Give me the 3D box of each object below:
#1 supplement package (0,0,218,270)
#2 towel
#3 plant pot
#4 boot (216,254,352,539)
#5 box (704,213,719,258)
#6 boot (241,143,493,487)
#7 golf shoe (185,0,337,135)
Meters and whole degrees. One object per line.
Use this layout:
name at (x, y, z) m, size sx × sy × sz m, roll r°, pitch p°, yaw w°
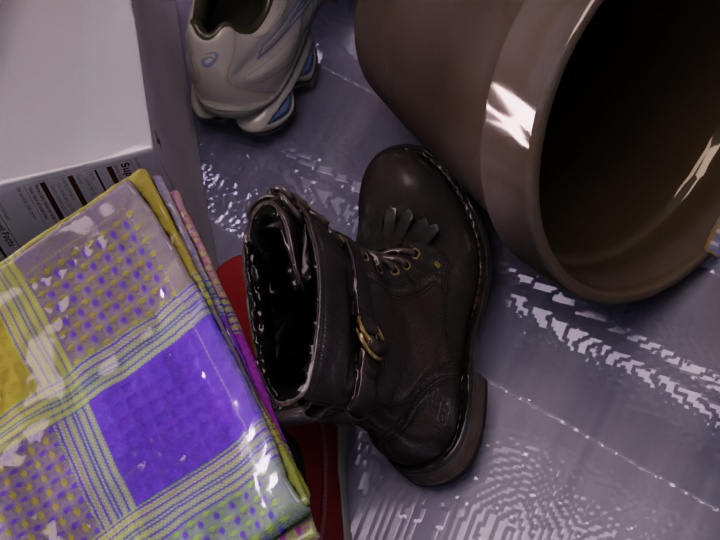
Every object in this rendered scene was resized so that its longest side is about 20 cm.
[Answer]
supplement package at (-0.195, -0.084, 1.247) m, size 0.199 × 0.147 × 0.192 m, roll -13°, pitch 62°, yaw 5°
towel at (-0.113, 0.064, 1.055) m, size 0.143 × 0.023 × 0.201 m, roll -30°, pitch 59°, yaw 6°
plant pot at (0.095, -0.107, 1.195) m, size 0.173 × 0.200 × 0.200 m, roll 29°, pitch 71°, yaw 41°
boot at (-0.050, 0.058, 1.149) m, size 0.072 × 0.144 × 0.201 m, roll -14°, pitch 60°, yaw 6°
box at (0.276, -0.017, 1.126) m, size 0.199 × 0.041 × 0.119 m, roll 28°, pitch 110°, yaw 9°
boot at (0.000, 0.000, 1.145) m, size 0.069 × 0.174 × 0.201 m, roll -18°, pitch 60°, yaw 22°
golf shoe at (-0.044, -0.176, 1.294) m, size 0.078 × 0.097 × 0.201 m, roll 6°, pitch 64°, yaw 16°
